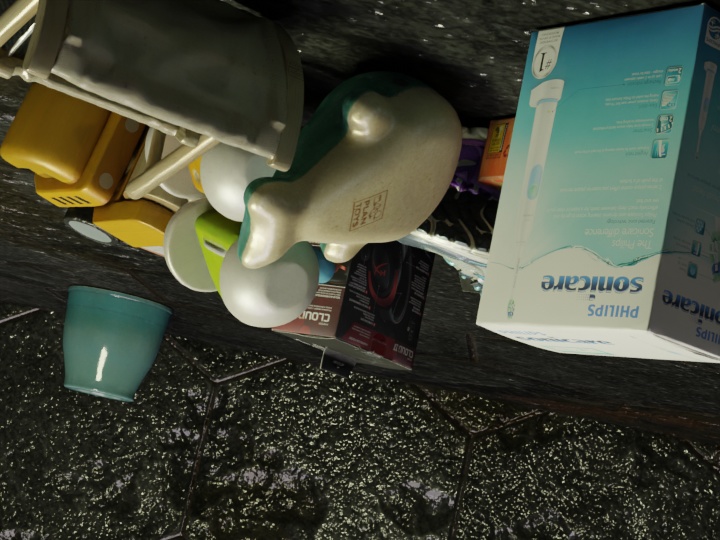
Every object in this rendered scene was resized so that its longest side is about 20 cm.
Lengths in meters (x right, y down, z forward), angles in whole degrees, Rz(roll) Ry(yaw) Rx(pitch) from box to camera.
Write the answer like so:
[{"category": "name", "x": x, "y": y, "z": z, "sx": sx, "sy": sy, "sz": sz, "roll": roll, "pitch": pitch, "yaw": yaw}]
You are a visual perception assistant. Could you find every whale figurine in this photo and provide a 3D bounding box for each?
[{"category": "whale figurine", "x": -0.019, "y": -0.076, "z": 1.140, "sx": 0.104, "sy": 0.200, "sz": 0.159, "roll": 43, "pitch": 143, "yaw": 29}]

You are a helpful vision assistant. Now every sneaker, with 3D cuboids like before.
[{"category": "sneaker", "x": 0.115, "y": -0.066, "z": 1.275, "sx": 0.200, "sy": 0.083, "sz": 0.081, "roll": 17, "pitch": 169, "yaw": -23}, {"category": "sneaker", "x": 0.113, "y": 0.000, "z": 1.242, "sx": 0.200, "sy": 0.086, "sz": 0.078, "roll": 16, "pitch": -146, "yaw": -11}]

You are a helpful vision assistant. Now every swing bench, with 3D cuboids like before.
[{"category": "swing bench", "x": -0.170, "y": -0.145, "z": 1.058, "sx": 0.199, "sy": 0.130, "sz": 0.200, "roll": 20, "pitch": 162, "yaw": -37}]

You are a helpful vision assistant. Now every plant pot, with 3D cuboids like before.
[{"category": "plant pot", "x": -0.473, "y": 0.143, "z": 2.912, "sx": 0.200, "sy": 0.188, "sz": 0.200, "roll": 12, "pitch": 170, "yaw": 2}]

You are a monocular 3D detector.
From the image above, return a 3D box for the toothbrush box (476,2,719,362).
[{"category": "toothbrush box", "x": 0.165, "y": -0.050, "z": 0.956, "sx": 0.085, "sy": 0.200, "sz": 0.146, "roll": 20, "pitch": 167, "yaw": -37}]

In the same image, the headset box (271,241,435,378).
[{"category": "headset box", "x": 0.000, "y": 0.000, "z": 1.450, "sx": 0.075, "sy": 0.200, "sz": 0.149, "roll": 6, "pitch": 169, "yaw": 32}]

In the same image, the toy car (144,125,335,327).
[{"category": "toy car", "x": -0.076, "y": -0.058, "z": 1.258, "sx": 0.150, "sy": 0.200, "sz": 0.175, "roll": -18, "pitch": -159, "yaw": -26}]

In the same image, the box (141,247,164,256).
[{"category": "box", "x": -0.140, "y": -0.060, "z": 1.557, "sx": 0.152, "sy": 0.106, "sz": 0.200, "roll": 4, "pitch": 168, "yaw": 38}]

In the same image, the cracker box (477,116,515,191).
[{"category": "cracker box", "x": 0.212, "y": -0.069, "z": 1.215, "sx": 0.200, "sy": 0.058, "sz": 0.134, "roll": 19, "pitch": 170, "yaw": -31}]

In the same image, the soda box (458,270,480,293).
[{"category": "soda box", "x": 0.177, "y": -0.014, "z": 1.394, "sx": 0.200, "sy": 0.071, "sz": 0.063, "roll": 7, "pitch": -151, "yaw": 44}]

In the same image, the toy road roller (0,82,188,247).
[{"category": "toy road roller", "x": -0.228, "y": -0.104, "z": 1.385, "sx": 0.146, "sy": 0.123, "sz": 0.200, "roll": 33, "pitch": 161, "yaw": -34}]
